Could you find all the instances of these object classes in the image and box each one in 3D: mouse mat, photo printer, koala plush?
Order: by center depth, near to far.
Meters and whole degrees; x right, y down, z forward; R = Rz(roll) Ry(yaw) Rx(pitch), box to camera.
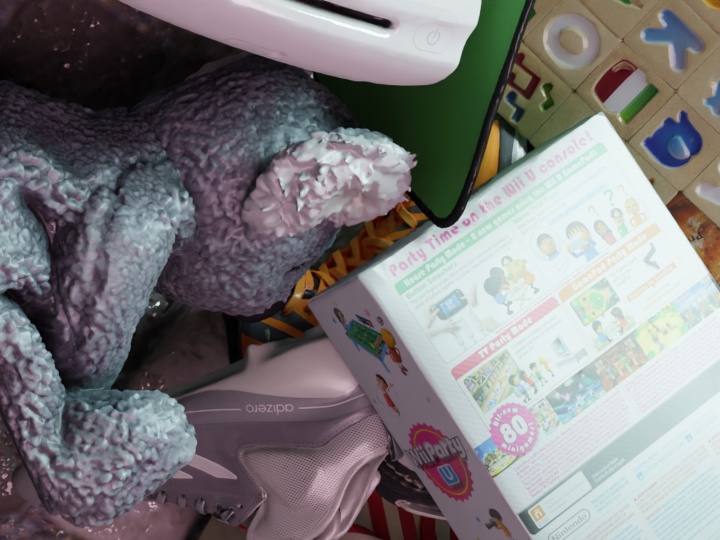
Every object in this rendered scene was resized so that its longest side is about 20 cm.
[{"bbox_3d":[-0.047,-0.146,0.968,0.166,0.200,0.069,16,113,-25],"label":"photo printer"},{"bbox_3d":[0.036,-0.137,1.023,0.008,0.161,0.200,6,117,-29],"label":"mouse mat"},{"bbox_3d":[-0.084,-0.026,1.033,0.200,0.177,0.184,-25,115,-10],"label":"koala plush"}]

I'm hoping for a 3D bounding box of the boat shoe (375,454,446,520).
[{"bbox_3d":[0.102,0.083,1.134,0.200,0.076,0.060,7,145,-10],"label":"boat shoe"}]

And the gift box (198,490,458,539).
[{"bbox_3d":[-0.011,0.191,1.190,0.184,0.200,0.187,11,130,-27],"label":"gift box"}]

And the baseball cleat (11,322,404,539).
[{"bbox_3d":[-0.073,0.095,1.098,0.200,0.107,0.070,-24,171,31],"label":"baseball cleat"}]

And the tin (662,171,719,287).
[{"bbox_3d":[0.149,0.019,1.153,0.200,0.042,0.112,-33,106,18],"label":"tin"}]

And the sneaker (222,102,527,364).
[{"bbox_3d":[0.000,0.000,1.142,0.112,0.078,0.200,19,102,-16],"label":"sneaker"}]

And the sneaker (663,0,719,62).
[{"bbox_3d":[0.161,-0.139,1.097,0.080,0.076,0.200,-19,95,1],"label":"sneaker"}]

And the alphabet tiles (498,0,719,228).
[{"bbox_3d":[0.129,-0.115,1.078,0.200,0.006,0.166,44,116,1],"label":"alphabet tiles"}]

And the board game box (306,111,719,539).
[{"bbox_3d":[0.095,0.054,1.055,0.148,0.064,0.200,-34,92,-26],"label":"board game box"}]
